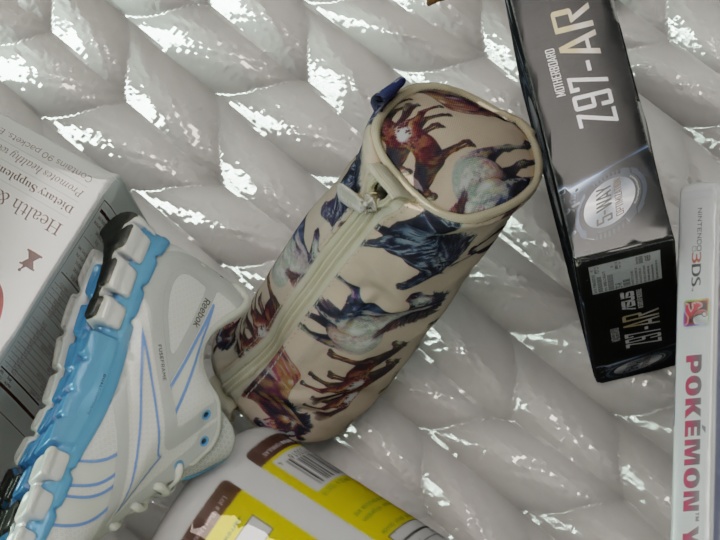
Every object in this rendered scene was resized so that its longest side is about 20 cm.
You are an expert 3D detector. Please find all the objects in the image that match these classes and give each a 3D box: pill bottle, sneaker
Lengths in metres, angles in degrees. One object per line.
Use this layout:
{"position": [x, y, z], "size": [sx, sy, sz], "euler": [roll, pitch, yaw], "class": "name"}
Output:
{"position": [0.006, 0.163, 1.271], "size": [0.200, 0.109, 0.109], "euler": [32, 80, 16], "class": "pill bottle"}
{"position": [-0.101, 0.081, 1.227], "size": [0.087, 0.075, 0.200], "euler": [25, 78, -17], "class": "sneaker"}

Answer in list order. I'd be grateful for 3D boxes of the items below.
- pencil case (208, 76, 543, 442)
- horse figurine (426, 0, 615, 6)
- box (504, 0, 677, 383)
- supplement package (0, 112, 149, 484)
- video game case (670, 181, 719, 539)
{"position": [0.000, 0.000, 1.278], "size": [0.089, 0.200, 0.078], "euler": [-8, 60, -34], "class": "pencil case"}
{"position": [0.059, -0.205, 1.400], "size": [0.132, 0.050, 0.200], "euler": [-22, 65, -12], "class": "horse figurine"}
{"position": [0.103, -0.053, 1.273], "size": [0.043, 0.200, 0.161], "euler": [-14, 73, 3], "class": "box"}
{"position": [-0.227, 0.018, 1.326], "size": [0.191, 0.147, 0.200], "euler": [28, 78, 15], "class": "supplement package"}
{"position": [0.189, 0.076, 1.231], "size": [0.023, 0.200, 0.183], "euler": [-8, 71, 33], "class": "video game case"}
